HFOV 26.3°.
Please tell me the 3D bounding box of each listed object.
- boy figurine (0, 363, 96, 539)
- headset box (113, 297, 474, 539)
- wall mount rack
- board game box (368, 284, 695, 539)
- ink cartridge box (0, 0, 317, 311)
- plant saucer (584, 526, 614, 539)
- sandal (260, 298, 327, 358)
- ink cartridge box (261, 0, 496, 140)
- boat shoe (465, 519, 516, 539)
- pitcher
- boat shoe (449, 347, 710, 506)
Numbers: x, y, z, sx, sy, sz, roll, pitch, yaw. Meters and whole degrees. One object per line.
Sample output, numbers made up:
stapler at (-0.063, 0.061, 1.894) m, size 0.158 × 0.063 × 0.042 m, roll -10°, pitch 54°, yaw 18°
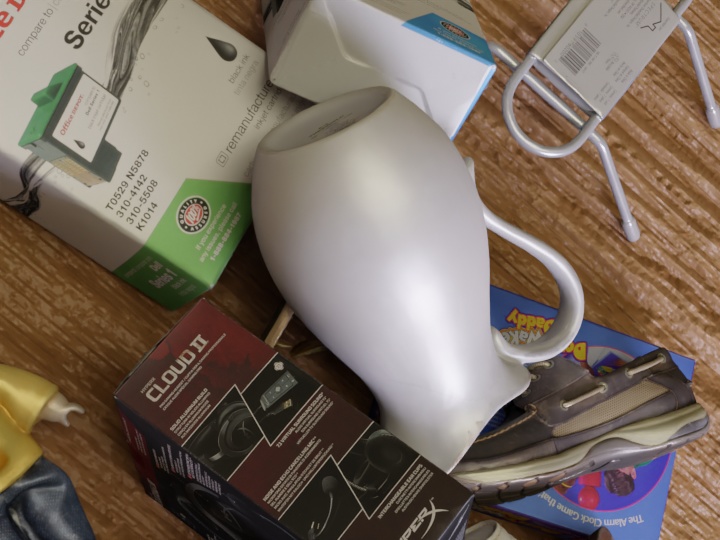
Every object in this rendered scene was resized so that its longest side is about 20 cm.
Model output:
boy figurine at (-0.212, 0.098, 0.850) m, size 0.124 × 0.064 × 0.200 m, roll -35°, pitch 98°, yaw -21°
headset box at (-0.044, 0.115, 0.838) m, size 0.200 × 0.149 × 0.077 m, roll 35°, pitch 67°, yaw 17°
wall mount rack at (0.171, -0.127, 1.042) m, size 0.174 × 0.075 × 0.200 m, roll 42°, pitch 68°, yaw -6°
board game box at (0.108, 0.092, 0.989) m, size 0.199 × 0.045 × 0.135 m, roll 20°, pitch 74°, yaw -17°
ink cartridge box at (-0.146, -0.094, 0.897) m, size 0.200 × 0.084 × 0.146 m, roll 34°, pitch 70°, yaw -14°
plant saucer at (0.149, 0.253, 0.910) m, size 0.034 × 0.200 × 0.201 m, roll -13°, pitch 84°, yaw 14°
sandal at (0.002, -0.002, 0.944) m, size 0.070 × 0.078 × 0.212 m, roll 29°, pitch 66°, yaw -5°
ink cartridge box at (0.004, -0.159, 0.946) m, size 0.116 × 0.200 × 0.068 m, roll 22°, pitch 116°, yaw -17°
boat shoe at (0.006, 0.193, 0.915) m, size 0.200 × 0.071 × 0.069 m, roll -28°, pitch 93°, yaw -23°
pitcher at (0.037, -0.007, 0.864) m, size 0.171 × 0.121 × 0.200 m, roll -35°, pitch 112°, yaw -27°
boat shoe at (0.117, 0.092, 0.937) m, size 0.199 × 0.074 × 0.074 m, roll -10°, pitch 72°, yaw -28°
